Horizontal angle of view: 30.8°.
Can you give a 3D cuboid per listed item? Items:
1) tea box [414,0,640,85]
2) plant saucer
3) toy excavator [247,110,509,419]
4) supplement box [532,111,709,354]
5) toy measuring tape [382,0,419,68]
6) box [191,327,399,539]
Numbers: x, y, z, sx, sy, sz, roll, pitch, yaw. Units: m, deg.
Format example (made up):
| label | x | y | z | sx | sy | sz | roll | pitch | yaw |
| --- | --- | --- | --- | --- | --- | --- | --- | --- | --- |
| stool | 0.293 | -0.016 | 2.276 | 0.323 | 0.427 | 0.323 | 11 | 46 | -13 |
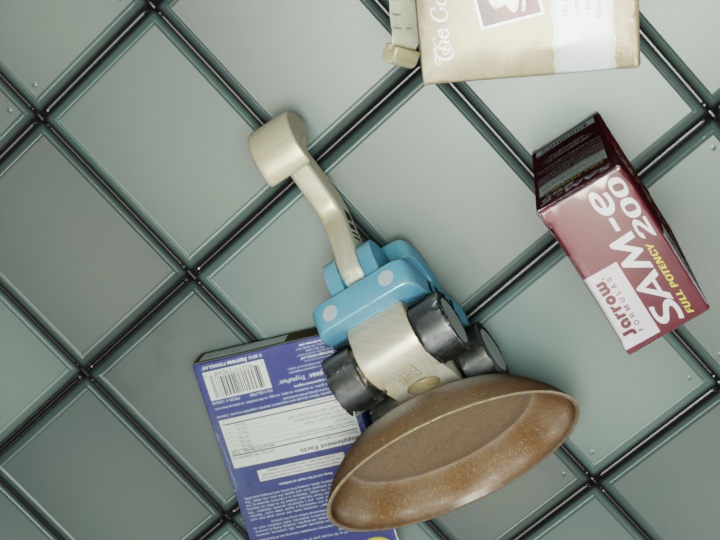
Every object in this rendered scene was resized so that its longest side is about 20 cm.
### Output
| label | x | y | z | sx | sy | sz | roll | pitch | yaw |
| --- | --- | --- | --- | --- | --- | --- | --- | --- | --- |
| tea box | 0.099 | -0.231 | 0.821 | 0.133 | 0.197 | 0.200 | -3 | 107 | 8 |
| plant saucer | 0.063 | 0.129 | 0.961 | 0.200 | 0.200 | 0.037 | -31 | 61 | 14 |
| toy excavator | 0.000 | 0.000 | 0.958 | 0.100 | 0.200 | 0.194 | -33 | 144 | 14 |
| supplement box | 0.167 | -0.032 | 0.869 | 0.061 | 0.200 | 0.109 | -32 | 101 | 14 |
| toy measuring tape | 0.002 | -0.223 | 0.883 | 0.073 | 0.074 | 0.200 | -7 | 77 | 9 |
| box | -0.046 | 0.149 | 1.037 | 0.121 | 0.032 | 0.200 | -13 | 103 | 11 |
